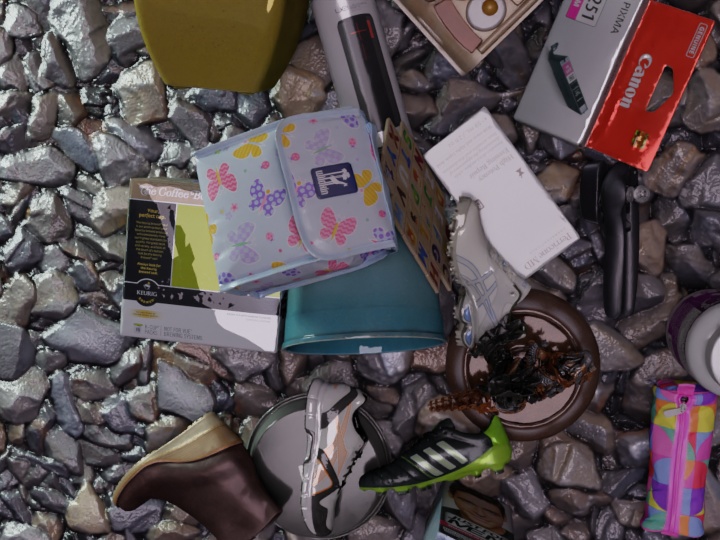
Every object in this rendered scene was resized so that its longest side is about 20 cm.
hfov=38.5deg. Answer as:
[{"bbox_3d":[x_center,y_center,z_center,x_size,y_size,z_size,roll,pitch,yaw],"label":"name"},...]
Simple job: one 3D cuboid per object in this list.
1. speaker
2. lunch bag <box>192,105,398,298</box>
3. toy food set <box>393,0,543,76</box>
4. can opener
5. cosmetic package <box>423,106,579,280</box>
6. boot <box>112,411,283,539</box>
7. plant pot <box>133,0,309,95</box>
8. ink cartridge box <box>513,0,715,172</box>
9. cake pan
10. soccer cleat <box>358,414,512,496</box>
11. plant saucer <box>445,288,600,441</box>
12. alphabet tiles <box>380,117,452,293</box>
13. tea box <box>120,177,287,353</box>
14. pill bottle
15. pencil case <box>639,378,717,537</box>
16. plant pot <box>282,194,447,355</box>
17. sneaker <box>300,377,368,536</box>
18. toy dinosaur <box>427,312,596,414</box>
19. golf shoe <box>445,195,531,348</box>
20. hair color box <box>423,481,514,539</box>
[{"bbox_3d":[0.002,-0.248,1.282,0.081,0.081,0.201,-15,93,7],"label":"speaker"},{"bbox_3d":[-0.067,-0.076,1.134,0.199,0.127,0.171,-15,80,17],"label":"lunch bag"},{"bbox_3d":[0.150,-0.360,1.265,0.200,0.060,0.144,-43,90,9],"label":"toy food set"},{"bbox_3d":[0.324,-0.039,1.286,0.063,0.078,0.202,-12,99,-32],"label":"can opener"},{"bbox_3d":[0.175,-0.092,1.283,0.101,0.074,0.200,-38,90,9],"label":"cosmetic package"},{"bbox_3d":[-0.216,0.302,1.341,0.200,0.072,0.167,-38,75,12],"label":"boot"},{"bbox_3d":[-0.163,-0.318,1.242,0.193,0.196,0.202,6,103,5],"label":"plant pot"},{"bbox_3d":[0.304,-0.242,1.247,0.173,0.044,0.201,26,98,21],"label":"ink cartridge box"},{"bbox_3d":[-0.058,0.263,1.360,0.199,0.037,0.202,1,95,6],"label":"cake pan"},{"bbox_3d":[0.091,0.234,1.308,0.199,0.068,0.082,-13,79,3],"label":"soccer cleat"},{"bbox_3d":[0.208,0.124,1.322,0.199,0.032,0.202,1,95,7],"label":"plant saucer"},{"bbox_3d":[0.071,-0.077,1.228,0.006,0.167,0.200,-15,131,22],"label":"alphabet tiles"},{"bbox_3d":[-0.183,-0.012,1.297,0.198,0.134,0.198,7,97,5],"label":"tea box"},{"bbox_3d":[0.430,0.086,1.208,0.111,0.200,0.113,1,96,6],"label":"pill bottle"},{"bbox_3d":[0.396,0.231,1.285,0.088,0.088,0.202,2,97,6],"label":"pencil case"},{"bbox_3d":[0.000,0.000,1.260,0.199,0.200,0.189,-4,80,6],"label":"plant pot"},{"bbox_3d":[-0.032,0.239,1.299,0.079,0.074,0.202,4,96,4],"label":"sneaker"},{"bbox_3d":[0.186,0.139,1.250,0.200,0.136,0.102,-36,58,-5],"label":"toy dinosaur"},{"bbox_3d":[0.157,0.000,1.243,0.097,0.078,0.201,0,122,18],"label":"golf shoe"},{"bbox_3d":[0.132,0.328,1.263,0.098,0.200,0.061,24,98,3],"label":"hair color box"}]
